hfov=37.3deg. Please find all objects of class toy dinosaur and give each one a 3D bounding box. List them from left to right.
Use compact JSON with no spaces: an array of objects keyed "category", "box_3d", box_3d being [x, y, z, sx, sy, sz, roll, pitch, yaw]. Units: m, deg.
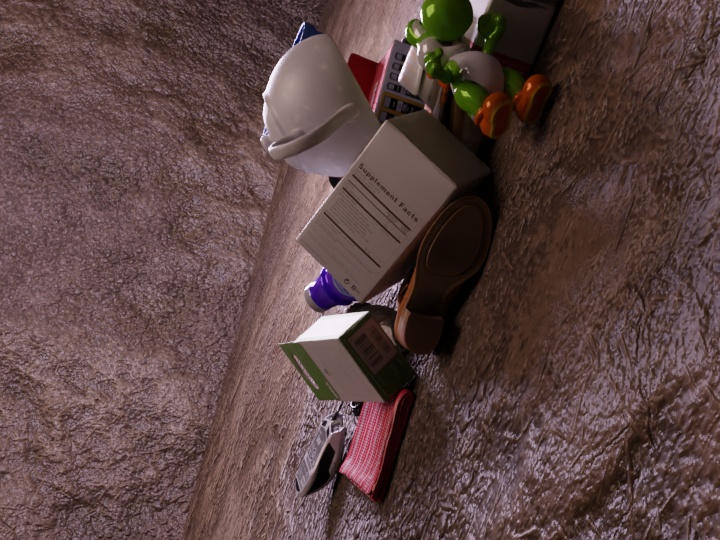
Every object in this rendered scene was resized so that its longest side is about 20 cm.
[{"category":"toy dinosaur","box_3d":[0.013,0.078,1.484,0.102,0.077,0.200,-42,13,-26]}]

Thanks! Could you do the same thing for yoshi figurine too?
[{"category":"yoshi figurine","box_3d":[0.121,-0.246,1.198,0.112,0.112,0.200,-49,56,12]}]

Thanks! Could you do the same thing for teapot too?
[{"category":"teapot","box_3d":[-0.061,-0.193,1.365,0.197,0.146,0.200,63,-177,28]}]

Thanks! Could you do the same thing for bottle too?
[{"category":"bottle","box_3d":[0.000,0.000,1.511,0.200,0.084,0.065,-31,2,38]}]

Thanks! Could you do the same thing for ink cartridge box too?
[{"category":"ink cartridge box","box_3d":[-0.022,0.115,1.401,0.059,0.104,0.200,-41,12,-24]},{"category":"ink cartridge box","box_3d":[0.052,-0.210,1.505,0.084,0.175,0.200,139,147,-69]},{"category":"ink cartridge box","box_3d":[0.181,-0.328,1.306,0.145,0.083,0.200,-102,31,-69]}]

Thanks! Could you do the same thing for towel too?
[{"category":"towel","box_3d":[0.018,0.215,1.392,0.200,0.022,0.145,173,115,-78]}]

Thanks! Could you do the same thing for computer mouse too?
[{"category":"computer mouse","box_3d":[-0.037,0.245,1.560,0.200,0.044,0.110,-64,17,11]}]

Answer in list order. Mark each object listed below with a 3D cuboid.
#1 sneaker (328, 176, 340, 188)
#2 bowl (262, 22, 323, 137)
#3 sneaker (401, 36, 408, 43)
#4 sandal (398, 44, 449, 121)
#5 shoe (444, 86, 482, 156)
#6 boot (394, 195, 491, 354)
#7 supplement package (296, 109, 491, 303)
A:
[{"category":"sneaker","box_3d":[0.036,-0.187,1.640,0.200,0.084,0.121,-32,8,0]},{"category":"bowl","box_3d":[-0.108,-0.304,1.740,0.201,0.039,0.201,-161,90,-79]},{"category":"sneaker","box_3d":[0.100,-0.312,1.673,0.200,0.082,0.070,-94,25,-61]},{"category":"sandal","box_3d":[0.076,-0.224,1.346,0.079,0.059,0.207,-105,21,-69]},{"category":"shoe","box_3d":[0.128,-0.145,1.358,0.070,0.053,0.200,-113,27,-56]},{"category":"boot","box_3d":[0.088,-0.001,1.285,0.155,0.074,0.200,-111,45,-83]},{"category":"supplement package","box_3d":[0.040,-0.080,1.306,0.200,0.120,0.121,-51,-11,28]}]
